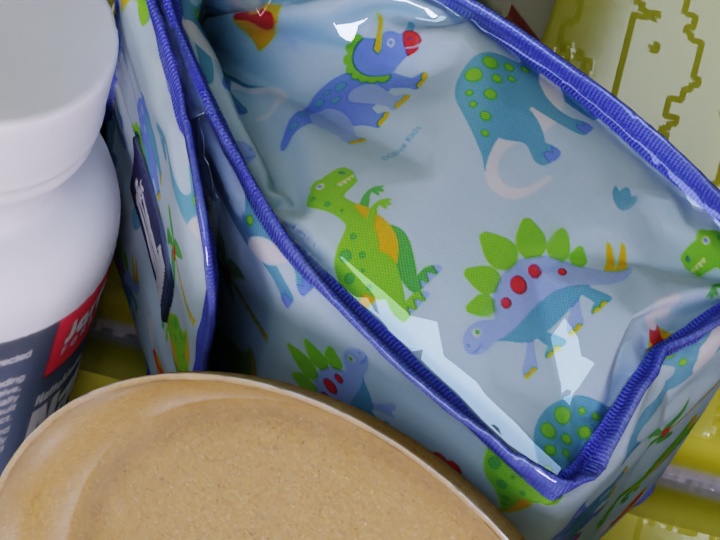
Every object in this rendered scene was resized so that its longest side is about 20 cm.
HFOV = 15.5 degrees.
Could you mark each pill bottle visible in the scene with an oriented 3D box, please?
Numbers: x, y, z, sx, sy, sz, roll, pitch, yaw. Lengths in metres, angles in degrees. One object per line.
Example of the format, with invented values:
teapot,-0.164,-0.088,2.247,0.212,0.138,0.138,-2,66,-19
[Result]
pill bottle,-0.135,-0.002,0.781,0.119,0.120,0.200,33,134,11

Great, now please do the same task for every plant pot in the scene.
plant pot,-0.015,0.112,0.717,0.200,0.027,0.200,15,121,26

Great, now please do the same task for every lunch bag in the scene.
lunch bag,0.000,0.000,0.765,0.200,0.170,0.127,44,66,12

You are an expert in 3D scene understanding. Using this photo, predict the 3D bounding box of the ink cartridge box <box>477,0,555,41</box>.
ink cartridge box,-0.035,-0.143,0.803,0.200,0.146,0.083,19,90,12
